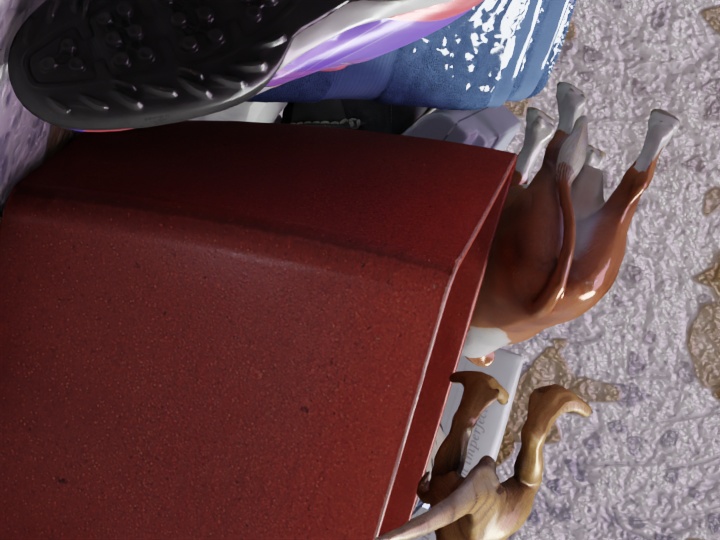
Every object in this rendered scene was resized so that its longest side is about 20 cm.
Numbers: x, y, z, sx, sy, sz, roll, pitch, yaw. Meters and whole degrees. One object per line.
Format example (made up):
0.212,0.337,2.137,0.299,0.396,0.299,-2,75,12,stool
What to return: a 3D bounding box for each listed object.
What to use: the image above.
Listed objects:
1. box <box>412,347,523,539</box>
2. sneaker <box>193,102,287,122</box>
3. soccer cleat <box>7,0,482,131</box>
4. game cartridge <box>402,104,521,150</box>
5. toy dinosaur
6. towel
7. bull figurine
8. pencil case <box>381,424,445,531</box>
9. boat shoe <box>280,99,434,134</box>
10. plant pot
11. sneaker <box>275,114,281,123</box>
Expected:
-0.033,0.115,1.449,0.131,0.199,0.200,77,31,-81,box
-0.068,-0.080,1.231,0.201,0.075,0.088,-68,-170,-16,sneaker
-0.033,-0.090,0.966,0.199,0.068,0.073,-23,163,-16,soccer cleat
0.000,0.000,1.280,0.200,0.041,0.133,-52,171,14,game cartridge
0.047,0.090,1.036,0.200,0.060,0.107,91,19,-71,toy dinosaur
-0.007,-0.115,1.049,0.049,0.199,0.112,-115,-146,-41,towel
0.078,-0.015,1.204,0.122,0.065,0.200,-66,-167,-9,bull figurine
-0.004,0.100,1.279,0.200,0.077,0.090,-16,105,-83,pencil case
-0.003,-0.093,1.336,0.200,0.072,0.068,-57,134,-75,boat shoe
-0.057,0.039,1.063,0.200,0.176,0.201,-54,161,-72,plant pot
-0.068,0.012,1.291,0.081,0.075,0.200,60,38,-35,sneaker
